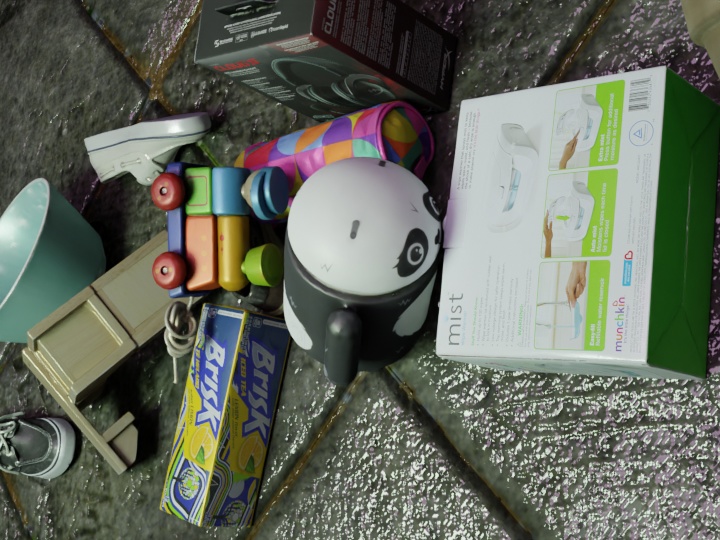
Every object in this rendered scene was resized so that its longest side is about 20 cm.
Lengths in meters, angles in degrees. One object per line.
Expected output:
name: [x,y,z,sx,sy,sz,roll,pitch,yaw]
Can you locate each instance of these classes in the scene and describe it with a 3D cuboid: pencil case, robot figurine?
pencil case: [-0.027,-0.095,0.959,0.199,0.088,0.089,-10,72,43]
robot figurine: [0.001,0.001,0.834,0.151,0.124,0.201,58,158,31]

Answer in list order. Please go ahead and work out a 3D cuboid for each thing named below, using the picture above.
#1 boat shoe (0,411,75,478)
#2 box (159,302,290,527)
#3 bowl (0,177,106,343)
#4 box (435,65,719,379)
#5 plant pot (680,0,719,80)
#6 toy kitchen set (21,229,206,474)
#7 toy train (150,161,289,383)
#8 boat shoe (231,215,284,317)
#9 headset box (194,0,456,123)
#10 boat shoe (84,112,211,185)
boat shoe: [-0.417,0.205,1.248,0.198,0.068,0.074,3,81,43]
box: [-0.127,0.137,0.994,0.064,0.070,0.202,7,84,42]
bowl: [-0.371,0.005,1.216,0.200,0.105,0.202,-34,41,36]
box: [0.155,-0.028,0.758,0.175,0.096,0.202,-3,77,43]
plant pot: [0.300,-0.112,0.603,0.199,0.199,0.175,-12,88,40]
toy kitchen set: [-0.240,0.097,1.125,0.164,0.180,0.200,51,158,0]
toy train: [-0.120,0.002,0.944,0.115,0.084,0.202,-1,90,26]
boat shoe: [-0.125,-0.034,1.042,0.074,0.065,0.200,-56,49,16]
headset box: [-0.035,-0.197,0.909,0.148,0.199,0.078,-1,77,42]
boat shoe: [-0.238,-0.133,1.184,0.199,0.071,0.071,-6,102,38]
